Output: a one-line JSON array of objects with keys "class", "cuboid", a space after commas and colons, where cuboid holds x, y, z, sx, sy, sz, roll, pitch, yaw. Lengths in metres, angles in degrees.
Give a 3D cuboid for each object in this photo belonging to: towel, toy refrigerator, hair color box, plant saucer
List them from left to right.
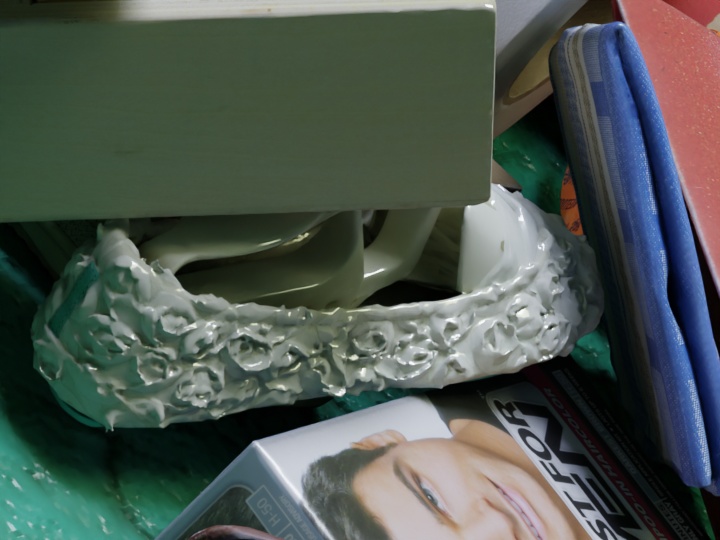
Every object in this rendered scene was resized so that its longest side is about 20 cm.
[{"class": "toy refrigerator", "cuboid": [-0.066, -0.063, 0.778, 0.199, 0.070, 0.076, -2, 37, -3]}, {"class": "hair color box", "cuboid": [0.029, 0.090, 0.836, 0.099, 0.061, 0.200, 52, 26, 14]}, {"class": "towel", "cuboid": [0.090, -0.007, 0.931, 0.200, 0.024, 0.148, -93, 170, -87]}, {"class": "plant saucer", "cuboid": [0.129, 0.033, 0.967, 0.200, 0.037, 0.200, -101, 178, -49]}]

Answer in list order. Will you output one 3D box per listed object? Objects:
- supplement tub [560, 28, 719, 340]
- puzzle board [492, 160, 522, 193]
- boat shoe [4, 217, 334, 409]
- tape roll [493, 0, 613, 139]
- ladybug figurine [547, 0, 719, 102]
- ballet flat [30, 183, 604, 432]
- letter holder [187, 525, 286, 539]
[{"class": "supplement tub", "cuboid": [0.182, -0.001, 1.140, 0.200, 0.123, 0.123, 34, 27, -24]}, {"class": "puzzle board", "cuboid": [-0.051, -0.087, 0.922, 0.200, 0.017, 0.151, 43, 17, 23]}, {"class": "boat shoe", "cuboid": [-0.071, -0.036, 0.870, 0.200, 0.063, 0.073, 40, 25, -10]}, {"class": "tape roll", "cuboid": [0.045, -0.147, 1.059, 0.139, 0.203, 0.203, 48, 25, 6]}, {"class": "ladybug figurine", "cuboid": [0.093, -0.126, 1.202, 0.200, 0.136, 0.072, 47, 47, 9]}, {"class": "ballet flat", "cuboid": [0.000, 0.000, 0.828, 0.199, 0.072, 0.072, -12, 58, -37]}, {"class": "letter holder", "cuboid": [0.039, 0.138, 0.679, 0.200, 0.142, 0.101, 34, 27, -23]}]
